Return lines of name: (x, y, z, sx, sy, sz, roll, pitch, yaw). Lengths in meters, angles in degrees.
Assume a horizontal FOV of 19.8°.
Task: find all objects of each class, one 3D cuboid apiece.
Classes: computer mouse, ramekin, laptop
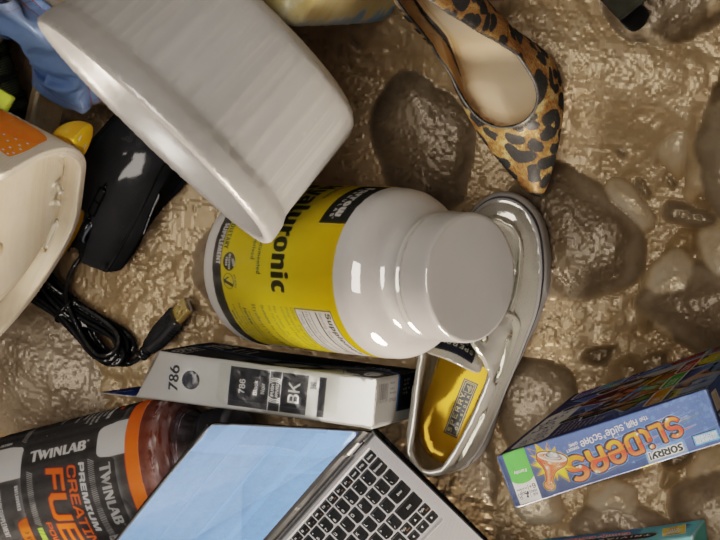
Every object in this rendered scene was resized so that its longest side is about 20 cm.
computer mouse: (-0.165, -0.024, 1.469, 0.140, 0.046, 0.200, 44, 109, 10)
ramekin: (-0.097, -0.119, 1.292, 0.200, 0.200, 0.098, 43, 84, 9)
laptop: (-0.045, 0.201, 1.394, 0.200, 0.116, 0.187, 44, 127, 6)

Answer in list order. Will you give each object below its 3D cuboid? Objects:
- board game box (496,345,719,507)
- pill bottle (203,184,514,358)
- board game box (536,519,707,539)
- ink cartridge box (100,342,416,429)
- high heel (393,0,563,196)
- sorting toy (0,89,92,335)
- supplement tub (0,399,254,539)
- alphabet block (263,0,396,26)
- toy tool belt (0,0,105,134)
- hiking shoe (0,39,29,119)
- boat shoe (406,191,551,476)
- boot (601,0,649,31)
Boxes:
board game box: (0.175, 0.090, 1.285, 0.135, 0.200, 0.034, -20, 91, 21)
pill bottle: (0.000, 0.000, 1.343, 0.200, 0.111, 0.111, 4, 100, 45)
board game box: (0.173, 0.279, 1.393, 0.151, 0.047, 0.200, -10, 94, 20)
ink cartridge box: (-0.068, 0.076, 1.421, 0.200, 0.099, 0.039, 5, 93, 17)
high heel: (0.068, -0.125, 1.314, 0.071, 0.143, 0.200, -10, 106, 29)
sorting toy: (-0.284, -0.082, 1.405, 0.180, 0.107, 0.200, 36, 146, 12)
supplement tub: (-0.170, 0.150, 1.463, 0.200, 0.107, 0.107, -16, 92, 20)
alphabet block: (-0.024, -0.291, 1.307, 0.196, 0.195, 0.200, 41, 107, 8)
toy tool belt: (-0.218, -0.179, 1.378, 0.123, 0.200, 0.125, -47, 52, -10)
hiking shoe: (-0.264, -0.127, 1.484, 0.101, 0.076, 0.200, 23, 114, 6)
boat shoe: (0.073, 0.045, 1.383, 0.071, 0.070, 0.200, 22, 104, 15)
boot: (0.168, -0.246, 1.274, 0.138, 0.200, 0.077, 46, 66, 4)
